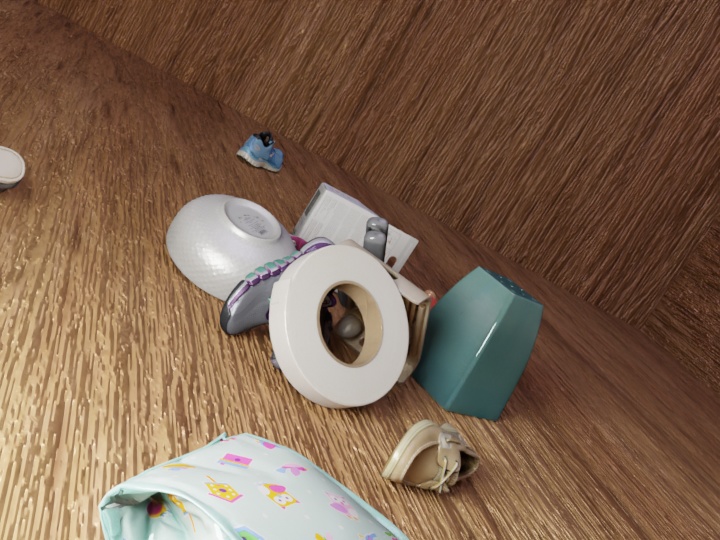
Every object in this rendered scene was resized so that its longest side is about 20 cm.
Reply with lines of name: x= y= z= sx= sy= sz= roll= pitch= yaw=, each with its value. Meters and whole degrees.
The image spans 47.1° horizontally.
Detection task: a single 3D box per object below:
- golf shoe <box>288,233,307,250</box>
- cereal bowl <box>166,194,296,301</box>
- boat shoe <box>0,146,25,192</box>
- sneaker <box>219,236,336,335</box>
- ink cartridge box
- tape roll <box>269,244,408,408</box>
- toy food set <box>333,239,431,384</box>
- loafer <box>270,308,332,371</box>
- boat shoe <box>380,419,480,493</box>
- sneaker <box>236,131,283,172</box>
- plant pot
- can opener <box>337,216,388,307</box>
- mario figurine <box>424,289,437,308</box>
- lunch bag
golf shoe: x=-0.156 y=-0.045 z=1.386 sx=0.199 sy=0.076 sz=0.091 roll=22 pitch=12 yaw=-40
cereal bowl: x=-0.174 y=-0.044 z=1.196 sx=0.199 sy=0.084 sz=0.201 roll=26 pitch=29 yaw=-15
boat shoe: x=-0.497 y=-0.129 z=0.965 sx=0.199 sy=0.057 sz=0.068 roll=15 pitch=56 yaw=-42
sneaker: x=-0.085 y=0.029 z=1.060 sx=0.087 sy=0.075 sz=0.199 roll=35 pitch=55 yaw=29
ink cartridge box: x=-0.023 y=-0.040 z=1.471 sx=0.199 sy=0.163 sz=0.057 roll=25 pitch=18 yaw=-25
tape roll: x=-0.023 y=0.068 z=1.025 sx=0.202 sy=0.205 sz=0.037 roll=22 pitch=-25 yaw=-36
toy food set: x=0.021 y=0.063 z=1.176 sx=0.143 sy=0.201 sz=0.060 roll=36 pitch=57 yaw=22
loafer: x=-0.070 y=0.094 z=1.094 sx=0.063 sy=0.072 sz=0.200 roll=48 pitch=17 yaw=-10
boat shoe: x=0.087 y=0.219 z=0.953 sx=0.065 sy=0.073 sz=0.200 roll=35 pitch=7 yaw=25
sneaker: x=-0.245 y=-0.317 z=2.173 sx=0.078 sy=0.090 sz=0.200 roll=34 pitch=12 yaw=12
plant pot: x=0.188 y=0.108 z=1.311 sx=0.141 sy=0.201 sz=0.141 roll=20 pitch=16 yaw=-43
can opener: x=0.000 y=0.000 z=1.225 sx=0.066 sy=0.201 sz=0.054 roll=9 pitch=51 yaw=2
mario figurine: x=0.116 y=0.062 z=1.524 sx=0.122 sy=0.107 sz=0.200 roll=-3 pitch=4 yaw=3
lunch bag: x=-0.064 y=0.199 z=0.552 sx=0.200 sy=0.122 sz=0.170 roll=41 pitch=15 yaw=15
